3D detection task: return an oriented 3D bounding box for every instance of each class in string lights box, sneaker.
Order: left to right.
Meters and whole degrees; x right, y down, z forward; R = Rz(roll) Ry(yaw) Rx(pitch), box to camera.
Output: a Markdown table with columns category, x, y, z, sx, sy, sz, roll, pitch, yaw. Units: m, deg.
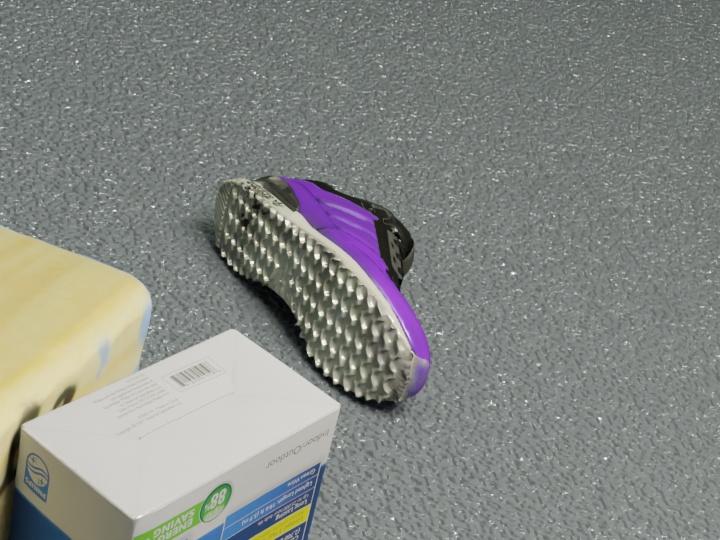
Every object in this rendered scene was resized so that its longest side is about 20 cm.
| category | x | y | z | sx | sy | sz | roll | pitch | yaw |
| --- | --- | --- | --- | --- | --- | --- | --- | --- | --- |
| string lights box | -0.078 | 0.131 | 0.591 | 0.059 | 0.201 | 0.103 | 32 | 36 | 28 |
| sneaker | 0.000 | -0.001 | 0.960 | 0.099 | 0.070 | 0.200 | -7 | 38 | -35 |

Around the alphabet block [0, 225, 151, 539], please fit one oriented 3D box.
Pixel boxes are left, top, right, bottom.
| category | x | y | z | sx | sy | sz | roll | pitch | yaw |
| --- | --- | --- | --- | --- | --- | --- | --- | --- | --- |
| alphabet block | -0.214 | 0.086 | 0.589 | 0.195 | 0.196 | 0.200 | 18 | 22 | 9 |
